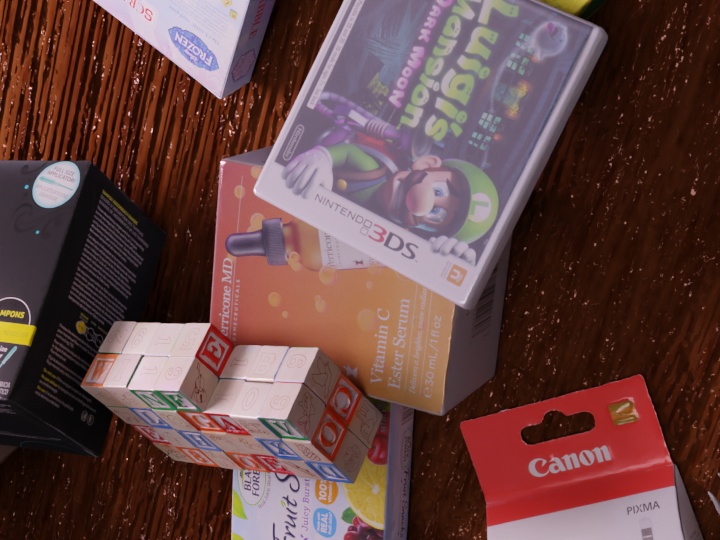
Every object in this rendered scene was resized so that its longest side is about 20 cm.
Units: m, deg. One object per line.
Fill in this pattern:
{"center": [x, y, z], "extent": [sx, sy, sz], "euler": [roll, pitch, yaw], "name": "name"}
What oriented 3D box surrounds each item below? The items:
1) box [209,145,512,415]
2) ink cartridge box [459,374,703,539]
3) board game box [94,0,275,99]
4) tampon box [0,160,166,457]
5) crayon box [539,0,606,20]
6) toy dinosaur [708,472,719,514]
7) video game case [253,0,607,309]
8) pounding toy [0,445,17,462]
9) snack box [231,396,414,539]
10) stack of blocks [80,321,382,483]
{"center": [0.000, 0.000, 1.006], "extent": [0.198, 0.106, 0.154], "euler": [12, 107, 24], "name": "box"}
{"center": [0.165, 0.195, 1.002], "extent": [0.160, 0.050, 0.202], "euler": [-18, 95, 29], "name": "ink cartridge box"}
{"center": [-0.143, -0.266, 1.022], "extent": [0.199, 0.041, 0.200], "euler": [39, 134, 14], "name": "board game box"}
{"center": [-0.271, 0.027, 1.086], "extent": [0.148, 0.126, 0.202], "euler": [2, 65, 25], "name": "tampon box"}
{"center": [0.104, -0.212, 0.937], "extent": [0.200, 0.051, 0.127], "euler": [-44, 80, 27], "name": "crayon box"}
{"center": [0.276, 0.250, 0.928], "extent": [0.101, 0.077, 0.202], "euler": [10, 82, 22], "name": "toy dinosaur"}
{"center": [0.042, -0.103, 0.912], "extent": [0.181, 0.023, 0.201], "euler": [28, 94, 23], "name": "video game case"}
{"center": [-0.383, 0.134, 1.202], "extent": [0.200, 0.184, 0.142], "euler": [-40, 95, 28], "name": "pounding toy"}
{"center": [-0.032, 0.166, 1.090], "extent": [0.141, 0.053, 0.202], "euler": [10, 105, 26], "name": "snack box"}
{"center": [-0.096, 0.094, 0.995], "extent": [0.199, 0.059, 0.115], "euler": [0, 144, 42], "name": "stack of blocks"}
